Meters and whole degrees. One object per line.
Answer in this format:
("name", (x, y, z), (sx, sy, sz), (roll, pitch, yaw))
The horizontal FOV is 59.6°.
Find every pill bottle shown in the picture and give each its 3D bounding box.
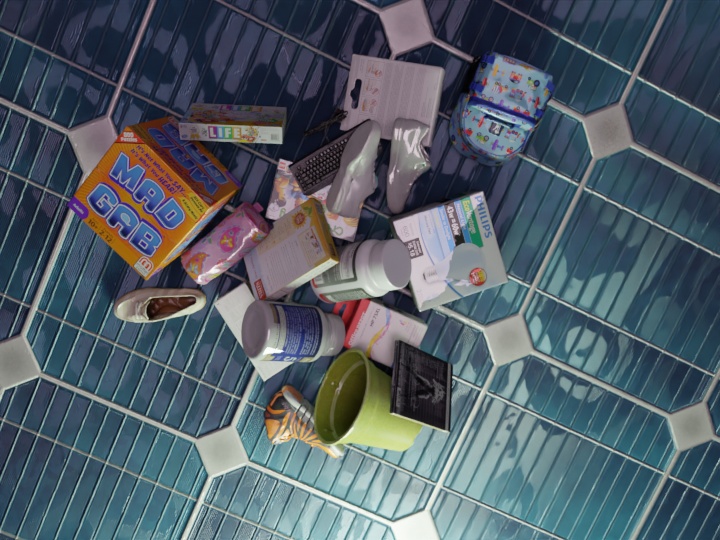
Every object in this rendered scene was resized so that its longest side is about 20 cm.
("pill bottle", (0.000, 0.000, 1.274), (0.198, 0.113, 0.116), (-10, 101, 41))
("pill bottle", (-0.134, 0.128, 1.298), (0.197, 0.119, 0.122), (8, 99, -37))

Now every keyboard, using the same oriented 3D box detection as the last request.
("keyboard", (-0.059, -0.256, 1.302), (0.198, 0.021, 0.128), (-31, 96, -2))

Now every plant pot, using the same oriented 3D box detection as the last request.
("plant pot", (0.029, 0.294, 1.330), (0.182, 0.200, 0.203), (27, 96, -26))

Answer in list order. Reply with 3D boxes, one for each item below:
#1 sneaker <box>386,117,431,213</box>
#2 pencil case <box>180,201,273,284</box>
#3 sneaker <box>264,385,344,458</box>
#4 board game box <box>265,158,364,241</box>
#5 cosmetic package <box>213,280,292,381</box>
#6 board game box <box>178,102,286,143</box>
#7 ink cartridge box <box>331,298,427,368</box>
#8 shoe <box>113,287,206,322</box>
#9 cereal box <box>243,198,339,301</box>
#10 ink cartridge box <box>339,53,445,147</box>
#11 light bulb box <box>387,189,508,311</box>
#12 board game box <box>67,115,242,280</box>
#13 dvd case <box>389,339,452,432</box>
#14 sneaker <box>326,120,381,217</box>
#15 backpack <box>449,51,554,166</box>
("sneaker", (0.102, -0.207, 1.294), (0.087, 0.076, 0.203), (8, 120, 8))
("pencil case", (-0.277, -0.057, 1.297), (0.199, 0.088, 0.088), (-37, 98, 16))
("sneaker", (-0.132, 0.359, 1.392), (0.200, 0.078, 0.112), (45, 98, 3))
("board game box", (-0.093, -0.149, 1.337), (0.196, 0.035, 0.129), (15, 96, -5))
("cosmetic package", (-0.227, 0.129, 1.359), (0.082, 0.051, 0.202), (-31, 98, -2))
("board game box", (-0.250, -0.296, 1.258), (0.196, 0.135, 0.035), (1, 120, -4))
("ink cartridge box", (0.032, 0.127, 1.366), (0.197, 0.067, 0.118), (23, 96, -6))
("shoe", (-0.432, 0.071, 1.338), (0.196, 0.053, 0.071), (-8, 98, -2))
("cereal box", (-0.148, -0.036, 1.286), (0.198, 0.039, 0.146), (-29, 66, 22))
("ink cartridge box", (0.068, -0.356, 1.323), (0.196, 0.050, 0.164), (13, 98, 14))
("light bulb box", (0.181, -0.046, 1.322), (0.197, 0.125, 0.202), (-19, 98, 0))
("board game box", (-0.388, -0.146, 1.217), (0.200, 0.200, 0.200), (44, 108, -8))
("dvd case", (0.132, 0.247, 1.324), (0.199, 0.016, 0.151), (28, 59, -41))
("sneaker", (0.005, -0.202, 1.278), (0.087, 0.075, 0.202), (16, 110, -28))
("backpack", (0.280, -0.321, 1.287), (0.180, 0.135, 0.203), (23, 99, -5))
